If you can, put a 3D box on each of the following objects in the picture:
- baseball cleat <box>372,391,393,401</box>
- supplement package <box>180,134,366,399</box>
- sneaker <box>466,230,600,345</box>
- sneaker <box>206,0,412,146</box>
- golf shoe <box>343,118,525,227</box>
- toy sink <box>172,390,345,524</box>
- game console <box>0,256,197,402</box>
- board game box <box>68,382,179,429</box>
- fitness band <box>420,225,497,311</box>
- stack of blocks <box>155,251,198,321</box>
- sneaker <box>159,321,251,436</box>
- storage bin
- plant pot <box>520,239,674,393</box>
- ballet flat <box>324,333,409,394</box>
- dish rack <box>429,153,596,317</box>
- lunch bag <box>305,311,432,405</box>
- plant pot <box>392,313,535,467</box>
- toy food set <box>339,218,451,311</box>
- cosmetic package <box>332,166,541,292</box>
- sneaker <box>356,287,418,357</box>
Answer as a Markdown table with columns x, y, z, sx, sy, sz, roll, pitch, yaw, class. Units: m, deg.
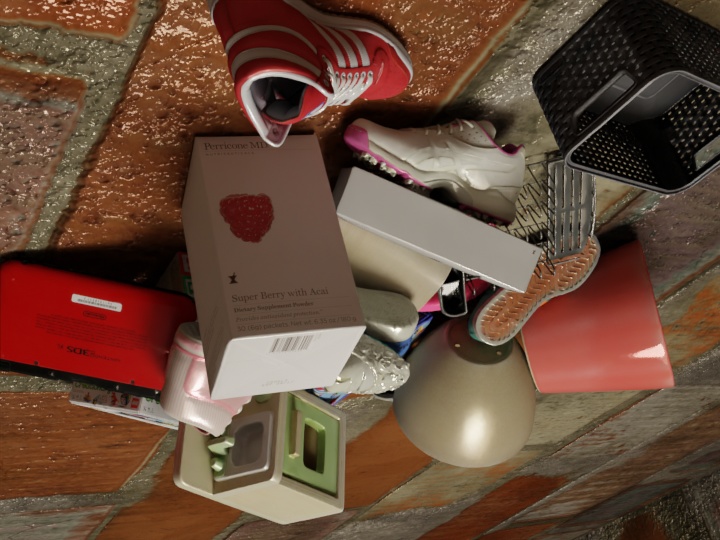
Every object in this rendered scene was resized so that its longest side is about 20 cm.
| x | y | z | sx | sy | sz | roll | pitch | yaw | class |
| --- | --- | --- | --- | --- | --- | --- | --- | --- | --- |
| 0.109 | 0.158 | 1.331 | 0.197 | 0.071 | 0.106 | -20 | 178 | 6 | baseball cleat |
| -0.086 | -0.006 | 0.810 | 0.119 | 0.203 | 0.120 | -4 | 151 | -20 | supplement package |
| 0.212 | 0.015 | 1.145 | 0.199 | 0.072 | 0.080 | -37 | -170 | -8 | sneaker |
| -0.026 | -0.144 | 0.691 | 0.198 | 0.114 | 0.071 | 12 | 142 | -42 | sneaker |
| 0.076 | -0.113 | 0.864 | 0.197 | 0.075 | 0.093 | 21 | 93 | -28 | golf shoe |
| -0.113 | 0.212 | 1.091 | 0.111 | 0.132 | 0.199 | -20 | 142 | 31 | toy sink |
| -0.279 | 0.068 | 0.957 | 0.196 | 0.119 | 0.175 | 12 | 109 | -10 | game console |
| -0.262 | 0.181 | 1.175 | 0.124 | 0.035 | 0.199 | 2 | 163 | 31 | board game box |
| 0.098 | -0.009 | 1.083 | 0.141 | 0.038 | 0.201 | -15 | 151 | -2 | fitness band |
| -0.190 | 0.062 | 1.029 | 0.114 | 0.059 | 0.200 | 5 | 145 | -35 | stack of blocks |
| -0.135 | 0.111 | 0.935 | 0.199 | 0.074 | 0.106 | 6 | 105 | -62 | sneaker |
| 0.277 | -0.159 | 0.850 | 0.197 | 0.095 | 0.135 | 8 | 144 | -37 | storage bin |
| 0.310 | 0.077 | 1.209 | 0.174 | 0.204 | 0.201 | -15 | 154 | 16 | plant pot |
| -0.044 | 0.085 | 0.892 | 0.198 | 0.073 | 0.072 | 27 | 138 | -12 | ballet flat |
| 0.170 | -0.044 | 0.988 | 0.196 | 0.055 | 0.155 | -14 | 128 | -6 | dish rack |
| 0.001 | 0.107 | 1.208 | 0.197 | 0.095 | 0.151 | -20 | 157 | -24 | lunch bag |
| 0.148 | 0.138 | 1.204 | 0.196 | 0.202 | 0.136 | -7 | 133 | -17 | plant pot |
| 0.000 | 0.000 | 0.987 | 0.142 | 0.061 | 0.200 | 29 | 140 | -8 | toy food set |
| 0.068 | -0.039 | 0.871 | 0.197 | 0.051 | 0.083 | 23 | 180 | -10 | cosmetic package |
| -0.044 | 0.059 | 0.963 | 0.196 | 0.077 | 0.112 | 15 | 130 | 0 | sneaker |
